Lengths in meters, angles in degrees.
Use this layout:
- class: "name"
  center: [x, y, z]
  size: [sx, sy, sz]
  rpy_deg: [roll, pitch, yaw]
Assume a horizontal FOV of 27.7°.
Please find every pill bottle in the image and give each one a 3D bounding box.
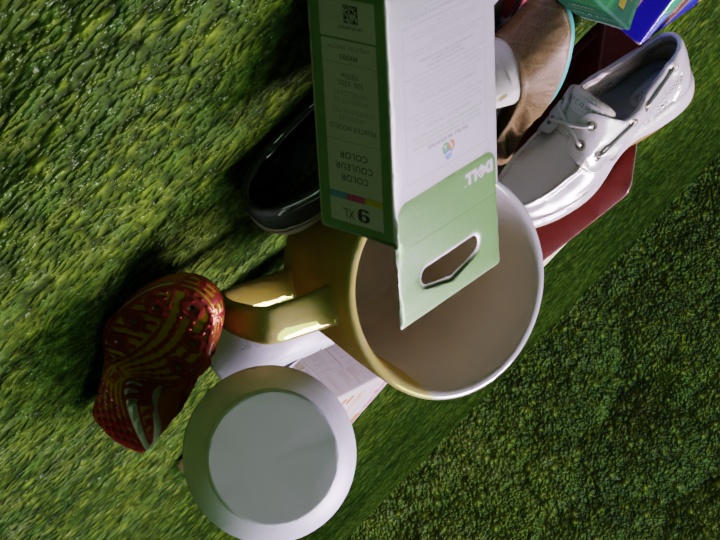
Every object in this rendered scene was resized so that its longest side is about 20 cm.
- class: "pill bottle"
  center: [-0.062, 0.121, 0.970]
  size: [0.112, 0.112, 0.200]
  rpy_deg: [-43, 180, -8]

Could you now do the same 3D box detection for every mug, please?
- class: "mug"
  center: [0.007, -0.007, 0.987]
  size: [0.153, 0.186, 0.150]
  rpy_deg: [16, -93, 60]

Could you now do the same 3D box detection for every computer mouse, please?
- class: "computer mouse"
  center: [-0.030, 0.023, 1.129]
  size: [0.199, 0.110, 0.044]
  rpy_deg: [-34, -178, -24]

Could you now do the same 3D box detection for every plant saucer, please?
- class: "plant saucer"
  center: [0.173, -0.112, 1.250]
  size: [0.200, 0.037, 0.201]
  rpy_deg: [-44, -152, 55]

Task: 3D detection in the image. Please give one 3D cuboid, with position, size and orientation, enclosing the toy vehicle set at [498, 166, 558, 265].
- class: "toy vehicle set"
  center: [0.124, -0.028, 1.413]
  size: [0.200, 0.124, 0.026]
  rpy_deg: [-46, 135, 8]

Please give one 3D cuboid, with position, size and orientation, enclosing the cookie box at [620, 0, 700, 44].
- class: "cookie box"
  center: [0.268, -0.280, 1.143]
  size: [0.171, 0.075, 0.200]
  rpy_deg: [-54, 171, 32]

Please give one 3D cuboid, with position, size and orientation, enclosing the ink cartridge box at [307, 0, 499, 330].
- class: "ink cartridge box"
  center: [0.028, -0.081, 0.843]
  size: [0.104, 0.059, 0.201]
  rpy_deg: [-33, 128, -43]

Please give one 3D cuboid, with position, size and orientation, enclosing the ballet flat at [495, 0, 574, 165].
- class: "ballet flat"
  center: [0.100, -0.132, 1.094]
  size: [0.072, 0.068, 0.200]
  rpy_deg: [-20, 164, -19]

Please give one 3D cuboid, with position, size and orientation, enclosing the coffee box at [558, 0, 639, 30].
- class: "coffee box"
  center: [0.156, -0.231, 0.935]
  size: [0.200, 0.044, 0.124]
  rpy_deg: [-4, 113, -70]

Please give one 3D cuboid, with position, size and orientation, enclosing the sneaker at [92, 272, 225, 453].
- class: "sneaker"
  center: [-0.133, 0.049, 0.983]
  size: [0.077, 0.073, 0.200]
  rpy_deg: [-57, -177, -36]

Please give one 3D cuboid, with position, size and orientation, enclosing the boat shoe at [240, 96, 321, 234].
- class: "boat shoe"
  center: [0.001, -0.101, 0.918]
  size: [0.200, 0.070, 0.066]
  rpy_deg: [-39, 170, 6]

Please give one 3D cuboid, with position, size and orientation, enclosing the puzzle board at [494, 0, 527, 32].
- class: "puzzle board"
  center: [0.126, -0.211, 1.071]
  size: [0.200, 0.017, 0.151]
  rpy_deg: [-40, 167, -19]

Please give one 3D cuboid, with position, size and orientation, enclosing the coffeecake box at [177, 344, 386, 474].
- class: "coffeecake box"
  center: [-0.067, 0.143, 1.444]
  size: [0.154, 0.073, 0.200]
  rpy_deg: [-51, 166, 22]

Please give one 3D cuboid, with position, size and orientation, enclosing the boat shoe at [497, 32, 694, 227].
- class: "boat shoe"
  center: [0.173, -0.114, 1.119]
  size: [0.200, 0.071, 0.069]
  rpy_deg: [-42, 147, -12]
